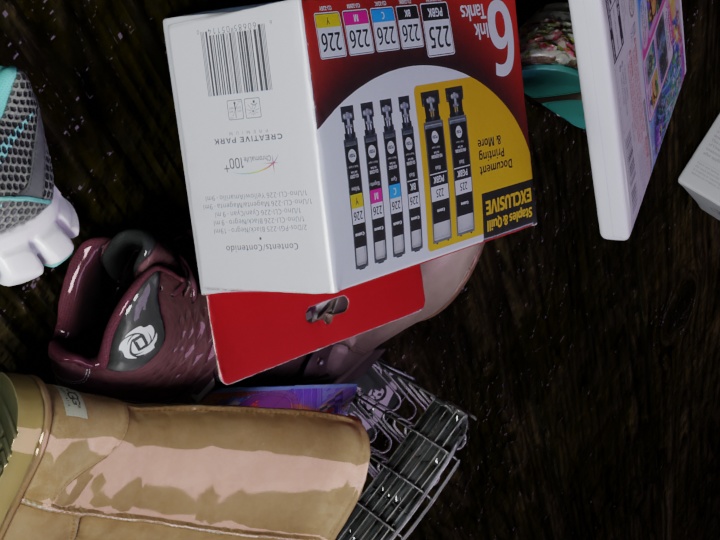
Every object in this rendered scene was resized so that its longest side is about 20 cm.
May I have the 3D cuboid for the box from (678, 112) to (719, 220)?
[{"bbox_3d":[0.403,-0.133,1.513,0.201,0.097,0.124,-57,155,3],"label":"box"}]

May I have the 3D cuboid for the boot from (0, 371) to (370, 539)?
[{"bbox_3d":[-0.112,0.135,0.800,0.199,0.066,0.176,13,121,-36],"label":"boot"}]

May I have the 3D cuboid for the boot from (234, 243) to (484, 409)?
[{"bbox_3d":[0.000,0.000,0.956,0.201,0.070,0.146,-58,156,7],"label":"boot"}]

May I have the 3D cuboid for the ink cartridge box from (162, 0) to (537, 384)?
[{"bbox_3d":[0.006,-0.048,0.801,0.199,0.083,0.177,-19,104,-54],"label":"ink cartridge box"}]

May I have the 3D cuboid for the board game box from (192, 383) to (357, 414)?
[{"bbox_3d":[-0.080,0.129,0.923,0.158,0.039,0.199,-44,155,24],"label":"board game box"}]

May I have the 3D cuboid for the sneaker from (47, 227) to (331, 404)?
[{"bbox_3d":[-0.078,0.000,0.809,0.200,0.075,0.116,-46,150,-22],"label":"sneaker"}]

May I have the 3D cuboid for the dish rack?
[{"bbox_3d":[0.001,0.131,1.002,0.054,0.200,0.154,39,83,-24],"label":"dish rack"}]

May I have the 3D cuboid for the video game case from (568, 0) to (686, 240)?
[{"bbox_3d":[0.175,-0.154,1.028,0.183,0.023,0.201,-64,149,-41],"label":"video game case"}]

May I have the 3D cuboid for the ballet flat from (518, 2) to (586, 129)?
[{"bbox_3d":[0.135,-0.142,1.063,0.200,0.075,0.065,17,74,-69],"label":"ballet flat"}]

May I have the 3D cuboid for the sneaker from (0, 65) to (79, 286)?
[{"bbox_3d":[-0.192,-0.023,0.593,0.200,0.077,0.092,-34,132,-48],"label":"sneaker"}]
